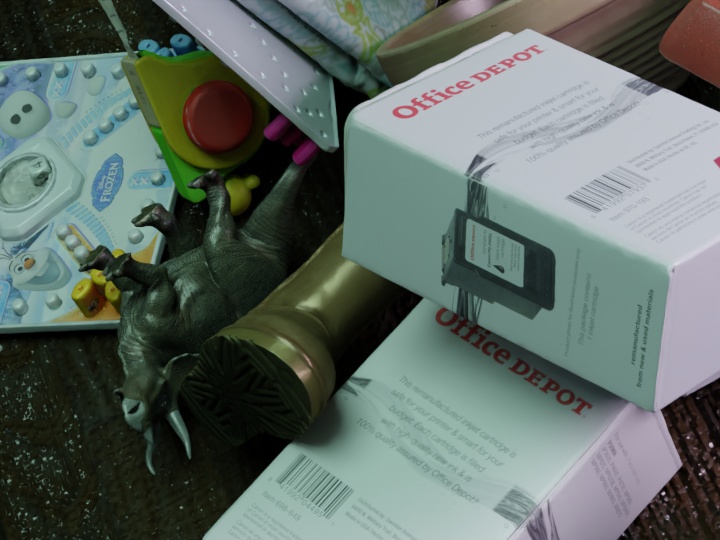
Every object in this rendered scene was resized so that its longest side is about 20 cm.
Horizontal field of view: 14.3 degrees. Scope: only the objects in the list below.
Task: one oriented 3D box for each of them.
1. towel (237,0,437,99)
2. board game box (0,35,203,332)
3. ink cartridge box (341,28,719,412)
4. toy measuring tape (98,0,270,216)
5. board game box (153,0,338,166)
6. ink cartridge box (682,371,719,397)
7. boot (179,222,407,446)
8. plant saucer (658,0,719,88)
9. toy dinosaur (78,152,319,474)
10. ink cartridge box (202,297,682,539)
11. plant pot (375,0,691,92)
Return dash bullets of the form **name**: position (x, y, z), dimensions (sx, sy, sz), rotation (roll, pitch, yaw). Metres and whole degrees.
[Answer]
- **towel**: position (-0.027, -0.209, 1.663), dimensions (0.048, 0.200, 0.172), rotation (-22, 45, 41)
- **board game box**: position (-0.203, -0.053, 1.724), dimensions (0.199, 0.026, 0.201), rotation (-3, 55, 22)
- **ink cartridge box**: position (0.109, -0.030, 1.394), dimensions (0.199, 0.084, 0.145), rotation (27, 38, 33)
- **toy measuring tape**: position (-0.102, -0.126, 1.650), dimensions (0.073, 0.201, 0.074), rotation (-22, 15, 6)
- **board game box**: position (-0.094, -0.169, 1.634), dimensions (0.026, 0.200, 0.200), rotation (-40, 26, 19)
- **ink cartridge box**: position (0.169, 0.008, 1.456), dimensions (0.199, 0.039, 0.099), rotation (-23, 41, -37)
- **boot**: position (0.000, 0.000, 1.514), dimensions (0.200, 0.066, 0.175), rotation (-44, 9, -19)
- **plant saucer**: position (0.277, -0.146, 1.422), dimensions (0.200, 0.037, 0.200), rotation (-45, 52, -14)
- **toy dinosaur**: position (-0.090, 0.011, 1.607), dimensions (0.200, 0.102, 0.077), rotation (-47, 21, -28)
- **ink cartridge box**: position (0.043, 0.116, 1.462), dimensions (0.145, 0.085, 0.200), rotation (33, 75, 38)
- **plant pot**: position (0.115, -0.125, 1.575), dimensions (0.200, 0.093, 0.201), rotation (-26, 8, 4)
